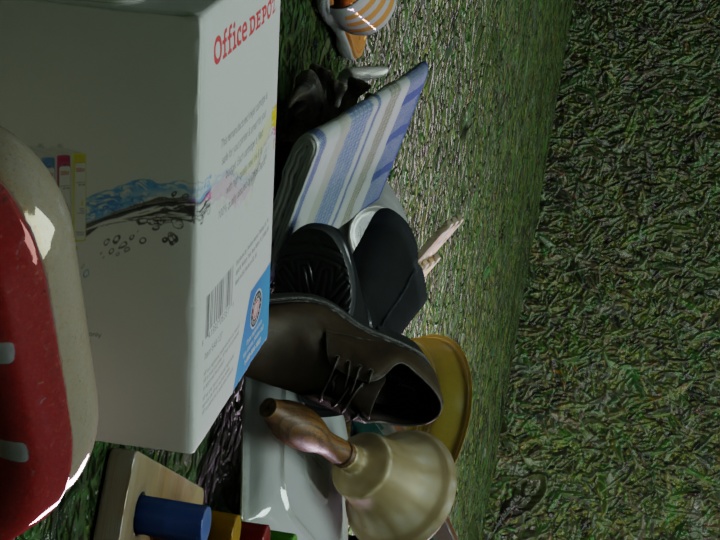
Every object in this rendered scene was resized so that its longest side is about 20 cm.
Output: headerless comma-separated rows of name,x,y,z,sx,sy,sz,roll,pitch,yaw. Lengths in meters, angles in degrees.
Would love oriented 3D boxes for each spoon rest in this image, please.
spoon rest,-0.002,-0.081,1.781,0.061,0.099,0.201,14,-74,62

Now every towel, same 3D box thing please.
towel,-0.017,-0.080,1.592,0.200,0.024,0.147,-39,157,-53

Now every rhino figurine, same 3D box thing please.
rhino figurine,-0.029,-0.119,1.635,0.200,0.059,0.088,19,89,-77

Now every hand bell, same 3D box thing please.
hand bell,-0.018,0.139,1.544,0.200,0.104,0.105,37,57,-49

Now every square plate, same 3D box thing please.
square plate,-0.047,0.150,1.597,0.200,0.028,0.199,59,27,-53

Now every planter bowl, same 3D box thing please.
planter bowl,0.009,0.138,1.852,0.200,0.083,0.201,-37,-140,38

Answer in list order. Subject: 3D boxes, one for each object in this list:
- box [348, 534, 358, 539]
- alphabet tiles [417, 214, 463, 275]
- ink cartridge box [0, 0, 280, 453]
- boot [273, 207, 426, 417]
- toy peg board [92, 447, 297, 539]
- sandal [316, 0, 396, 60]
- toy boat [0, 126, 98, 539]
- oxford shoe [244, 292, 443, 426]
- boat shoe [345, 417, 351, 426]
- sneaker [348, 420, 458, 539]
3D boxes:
box,-0.058,0.335,1.725,0.200,0.086,0.165,-51,147,-72
alphabet tiles,0.028,0.027,1.883,0.196,0.015,0.200,-49,175,10
ink cartridge box,-0.122,-0.044,0.919,0.147,0.144,0.201,-58,153,-68
boot,0.000,0.001,1.620,0.200,0.065,0.166,-49,143,-55
toy peg board,-0.112,0.235,1.317,0.199,0.097,0.201,60,38,-74
sandal,0.005,-0.239,1.740,0.207,0.059,0.080,58,40,-74
toy boat,-0.185,0.032,0.779,0.131,0.130,0.201,-36,141,-33
oxford shoe,-0.020,0.069,1.482,0.073,0.199,0.084,-66,-150,17
boat shoe,-0.027,0.062,1.735,0.201,0.074,0.069,82,24,-53
sneaker,0.020,0.189,1.735,0.071,0.080,0.201,-106,171,-64
